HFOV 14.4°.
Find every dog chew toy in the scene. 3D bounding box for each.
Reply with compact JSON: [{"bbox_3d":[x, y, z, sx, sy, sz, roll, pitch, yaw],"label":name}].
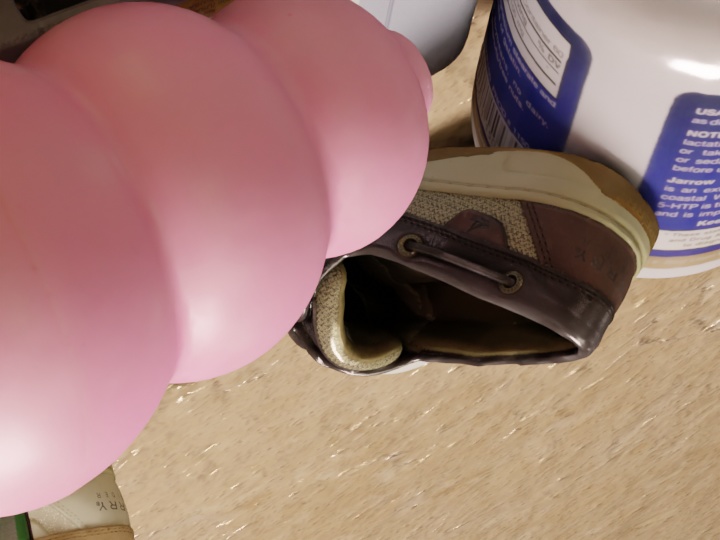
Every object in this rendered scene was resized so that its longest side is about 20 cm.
[{"bbox_3d":[-0.066,-0.016,0.779,0.200,0.125,0.125,-27,160,-26],"label":"dog chew toy"}]

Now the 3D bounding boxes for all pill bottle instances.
[{"bbox_3d":[0.105,-0.092,0.897,0.119,0.120,0.200,-22,158,-16],"label":"pill bottle"}]

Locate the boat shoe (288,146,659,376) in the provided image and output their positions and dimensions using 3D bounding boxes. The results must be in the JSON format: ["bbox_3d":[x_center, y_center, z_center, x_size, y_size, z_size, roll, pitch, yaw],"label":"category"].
[{"bbox_3d":[0.000,0.000,0.939,0.200,0.065,0.073,-5,137,38],"label":"boat shoe"}]

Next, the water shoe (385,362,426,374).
[{"bbox_3d":[0.067,-0.029,1.094,0.200,0.072,0.079,-26,-174,-9],"label":"water shoe"}]

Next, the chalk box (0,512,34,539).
[{"bbox_3d":[-0.168,0.094,0.895,0.123,0.200,0.125,-7,122,-11],"label":"chalk box"}]

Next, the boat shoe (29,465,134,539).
[{"bbox_3d":[-0.180,0.139,1.141,0.200,0.066,0.074,-31,159,8],"label":"boat shoe"}]

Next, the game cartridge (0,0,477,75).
[{"bbox_3d":[-0.050,-0.071,0.873,0.200,0.042,0.133,-22,154,-16],"label":"game cartridge"}]
